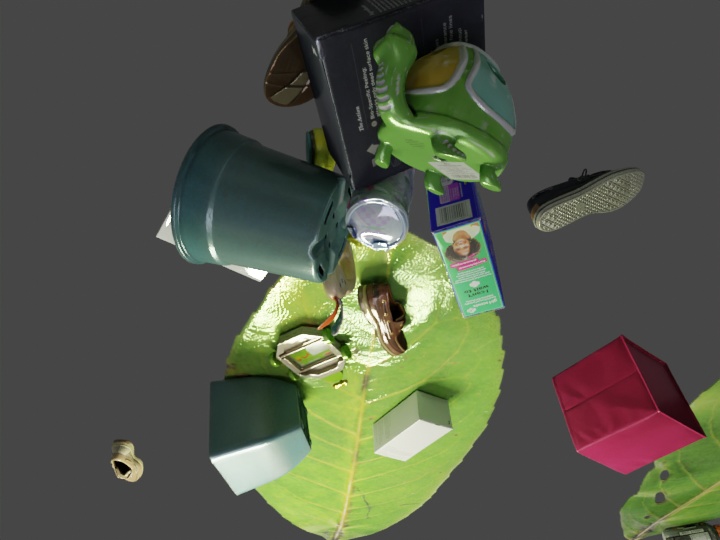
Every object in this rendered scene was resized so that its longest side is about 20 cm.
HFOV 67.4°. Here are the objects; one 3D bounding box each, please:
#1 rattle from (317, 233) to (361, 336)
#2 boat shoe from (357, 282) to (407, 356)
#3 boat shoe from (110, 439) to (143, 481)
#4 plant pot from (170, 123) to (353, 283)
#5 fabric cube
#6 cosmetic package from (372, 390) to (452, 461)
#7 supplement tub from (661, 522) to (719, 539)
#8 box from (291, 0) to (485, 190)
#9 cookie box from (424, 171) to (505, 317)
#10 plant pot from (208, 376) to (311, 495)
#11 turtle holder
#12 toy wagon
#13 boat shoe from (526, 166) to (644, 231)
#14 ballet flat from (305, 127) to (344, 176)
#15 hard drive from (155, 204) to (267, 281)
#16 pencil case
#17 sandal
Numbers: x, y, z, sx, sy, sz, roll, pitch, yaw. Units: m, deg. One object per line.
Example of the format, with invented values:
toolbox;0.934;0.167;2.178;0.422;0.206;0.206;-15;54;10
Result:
rattle;0.000;0.000;0.877;0.141;0.201;0.131;-4;136;2
boat shoe;0.059;0.100;1.072;0.067;0.072;0.201;-16;131;16
boat shoe;-0.654;0.542;1.492;0.070;0.065;0.201;1;135;-4
plant pot;-0.122;-0.079;0.752;0.194;0.201;0.202;17;137;12
fabric cube;0.589;0.302;1.208;0.195;0.201;0.199;27;126;-26
cosmetic package;0.128;0.397;1.364;0.107;0.085;0.200;24;129;-25
supplement tub;1.241;1.010;1.998;0.198;0.123;0.123;-19;133;17
box;0.043;-0.238;0.665;0.198;0.118;0.198;-22;135;-7
cookie box;0.164;-0.056;0.850;0.074;0.172;0.201;-14;134;16
plant pot;-0.223;0.364;1.252;0.198;0.197;0.197;-14;135;-1
turtle holder;0.081;-0.170;0.577;0.184;0.133;0.141;18;174;-15
toy wagon;-0.096;0.196;1.186;0.154;0.040;0.200;-25;132;21
boat shoe;0.361;-0.124;0.870;0.198;0.062;0.075;-21;130;-3
ballet flat;-0.058;-0.130;0.846;0.066;0.067;0.201;-5;136;-17
hard drive;-0.231;-0.064;0.929;0.199;0.027;0.132;26;128;-25
pencil case;0.038;-0.120;0.761;0.082;0.201;0.091;-13;130;24
sandal;-0.062;-0.301;0.682;0.080;0.054;0.201;12;119;-32
